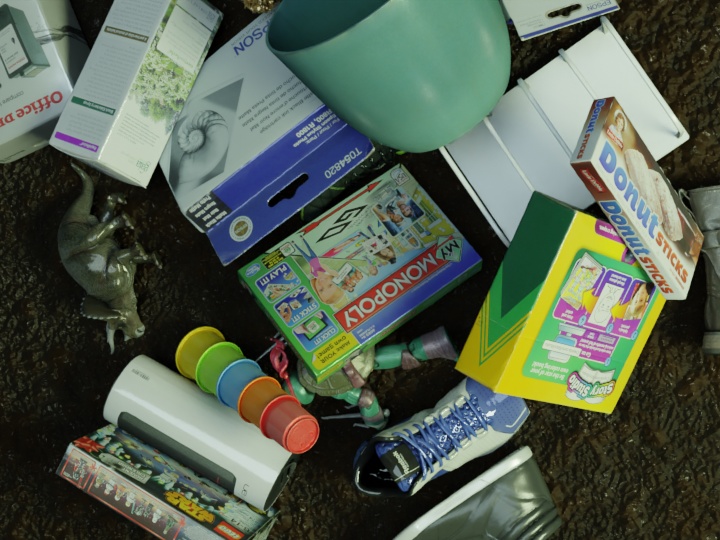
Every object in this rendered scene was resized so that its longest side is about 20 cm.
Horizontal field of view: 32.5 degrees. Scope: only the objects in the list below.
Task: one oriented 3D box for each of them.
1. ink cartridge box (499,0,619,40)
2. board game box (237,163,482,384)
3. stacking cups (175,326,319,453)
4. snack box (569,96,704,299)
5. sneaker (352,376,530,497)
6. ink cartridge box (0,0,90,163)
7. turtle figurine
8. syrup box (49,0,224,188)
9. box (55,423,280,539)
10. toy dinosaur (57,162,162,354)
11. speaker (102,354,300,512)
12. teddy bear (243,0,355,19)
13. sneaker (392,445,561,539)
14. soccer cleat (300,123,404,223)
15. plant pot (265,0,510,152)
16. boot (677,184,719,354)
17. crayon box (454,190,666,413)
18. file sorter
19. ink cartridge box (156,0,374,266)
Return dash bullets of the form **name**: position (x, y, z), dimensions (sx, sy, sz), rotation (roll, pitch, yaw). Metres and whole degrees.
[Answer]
- **ink cartridge box**: position (0.160, -0.301, 1.162), dimensions (0.099, 0.039, 0.200), rotation (-17, 67, -2)
- **board game box**: position (0.000, 0.000, 1.206), dimensions (0.200, 0.029, 0.135), rotation (-35, 70, -13)
- **stacking cups**: position (-0.113, 0.117, 1.217), dimensions (0.200, 0.060, 0.061), rotation (30, 102, 50)
- **snack box**: position (0.246, -0.060, 1.084), dimensions (0.024, 0.200, 0.072), rotation (-1, 54, 42)
- **sneaker**: position (0.071, 0.172, 1.209), dimensions (0.199, 0.115, 0.081), rotation (-32, 87, 12)
- **ink cartridge box**: position (-0.372, -0.232, 1.303), dimensions (0.146, 0.084, 0.200), rotation (-24, 88, 13)
- **turtle figurine**: position (-0.009, 0.091, 1.236), dimensions (0.200, 0.101, 0.150), rotation (-28, 87, 7)
- **syrup box**: position (-0.225, -0.194, 1.244), dimensions (0.081, 0.079, 0.200), rotation (21, 85, 34)
- **box**: position (-0.192, 0.226, 1.259), dimensions (0.200, 0.137, 0.040), rotation (30, 101, 9)
- **toy dinosaur**: position (-0.277, -0.020, 1.298), dimensions (0.102, 0.077, 0.200), rotation (-30, 89, 5)
- **speaker**: position (-0.162, 0.167, 1.280), dimensions (0.200, 0.081, 0.081), rotation (29, 99, 9)
- **teddy bear**: position (-0.079, -0.314, 1.223), dimensions (0.200, 0.067, 0.145), rotation (40, 81, 20)
- **sneaker**: position (0.111, 0.270, 1.227), dimensions (0.200, 0.071, 0.099), rotation (-36, 80, 8)
- **soccer cleat**: position (0.008, -0.126, 1.234), dimensions (0.081, 0.068, 0.200), rotation (32, 96, 8)
- **plant pot**: position (0.042, -0.205, 1.113), dimensions (0.200, 0.201, 0.161), rotation (-34, 119, 12)
- **boot**: position (0.402, -0.008, 1.154), dimensions (0.200, 0.069, 0.174), rotation (-1, 85, 6)
- **crayon box**: position (0.196, 0.036, 1.133), dimensions (0.058, 0.200, 0.173), rotation (32, 101, 42)
- **file sorter**: position (0.189, -0.127, 1.163), dimensions (0.200, 0.125, 0.139), rotation (-35, 86, 12)
- **ink cartridge box**: position (-0.109, -0.139, 1.232), dimensions (0.199, 0.041, 0.200), rotation (-37, 59, 12)
